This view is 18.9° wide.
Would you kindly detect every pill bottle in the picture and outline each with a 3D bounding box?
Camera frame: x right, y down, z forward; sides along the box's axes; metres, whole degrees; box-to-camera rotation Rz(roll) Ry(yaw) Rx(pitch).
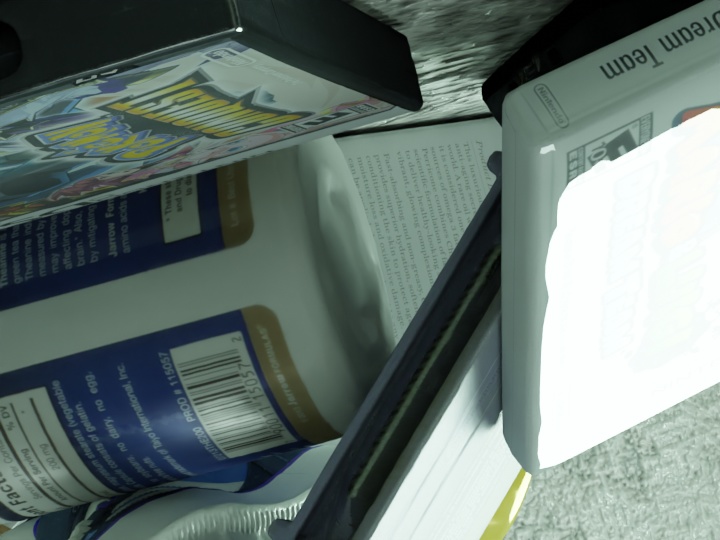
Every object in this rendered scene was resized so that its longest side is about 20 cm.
[{"bbox_3d":[-0.096,0.022,0.725,0.199,0.111,0.111,-15,177,12],"label":"pill bottle"}]

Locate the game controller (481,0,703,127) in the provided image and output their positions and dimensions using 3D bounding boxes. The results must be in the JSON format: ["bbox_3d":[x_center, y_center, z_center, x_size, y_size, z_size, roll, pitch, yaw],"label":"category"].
[{"bbox_3d":[0.104,-0.074,0.709,0.104,0.042,0.200,1,174,-8],"label":"game controller"}]

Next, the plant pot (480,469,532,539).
[{"bbox_3d":[-0.031,0.066,1.181,0.188,0.202,0.201,2,169,-28],"label":"plant pot"}]

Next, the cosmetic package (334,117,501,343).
[{"bbox_3d":[0.000,0.000,0.872,0.200,0.102,0.071,-10,174,-45],"label":"cosmetic package"}]

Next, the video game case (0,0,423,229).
[{"bbox_3d":[-0.089,-0.034,0.545,0.180,0.026,0.200,-15,177,12],"label":"video game case"}]

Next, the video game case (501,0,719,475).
[{"bbox_3d":[0.124,-0.026,0.630,0.181,0.024,0.200,-25,152,-10],"label":"video game case"}]

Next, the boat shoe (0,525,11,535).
[{"bbox_3d":[-0.206,0.156,1.012,0.071,0.070,0.200,-60,175,-39],"label":"boat shoe"}]

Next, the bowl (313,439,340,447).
[{"bbox_3d":[-0.079,0.045,0.967,0.199,0.075,0.200,28,177,1],"label":"bowl"}]

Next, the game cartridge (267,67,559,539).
[{"bbox_3d":[0.035,0.039,0.704,0.038,0.200,0.130,31,180,15],"label":"game cartridge"}]

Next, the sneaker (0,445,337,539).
[{"bbox_3d":[-0.088,0.114,0.774,0.146,0.081,0.200,-9,-173,32],"label":"sneaker"}]

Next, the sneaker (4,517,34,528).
[{"bbox_3d":[-0.182,0.073,1.033,0.080,0.200,0.089,-38,-150,27],"label":"sneaker"}]
